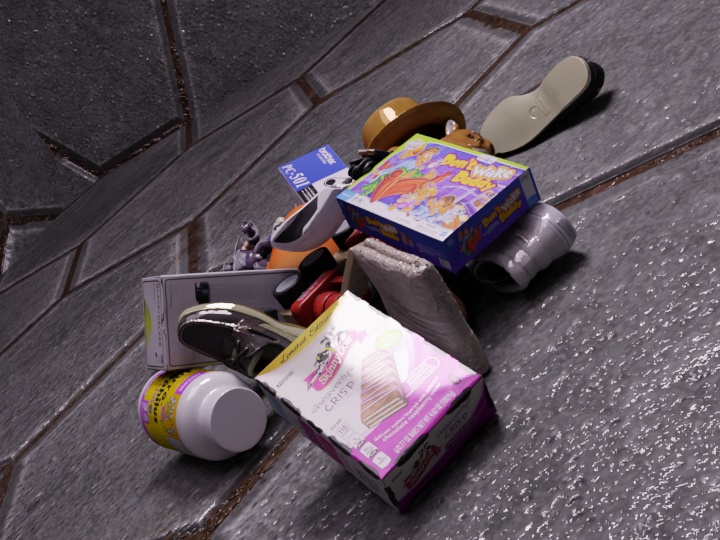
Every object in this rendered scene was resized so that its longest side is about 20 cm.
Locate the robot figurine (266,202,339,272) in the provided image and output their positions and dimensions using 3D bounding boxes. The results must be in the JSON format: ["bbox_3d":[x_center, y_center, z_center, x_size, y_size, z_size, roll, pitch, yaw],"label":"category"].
[{"bbox_3d":[-0.067,-0.020,1.567,0.142,0.118,0.201,1,26,5],"label":"robot figurine"}]

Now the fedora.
[{"bbox_3d":[0.060,-0.186,1.618,0.200,0.201,0.082,-36,62,2],"label":"fedora"}]

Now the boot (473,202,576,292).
[{"bbox_3d":[0.156,-0.030,1.257,0.096,0.074,0.200,-43,15,-9],"label":"boot"}]

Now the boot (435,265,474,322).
[{"bbox_3d":[0.097,0.016,1.270,0.075,0.074,0.200,-27,16,-2],"label":"boot"}]

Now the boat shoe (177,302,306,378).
[{"bbox_3d":[-0.123,0.094,1.325,0.066,0.198,0.072,-82,7,-55],"label":"boat shoe"}]

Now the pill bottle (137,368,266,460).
[{"bbox_3d":[-0.188,0.172,1.350,0.104,0.105,0.199,-46,21,-25],"label":"pill bottle"}]

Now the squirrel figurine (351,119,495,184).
[{"bbox_3d":[0.085,-0.129,1.524,0.199,0.142,0.187,-13,24,45],"label":"squirrel figurine"}]

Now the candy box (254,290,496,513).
[{"bbox_3d":[0.011,0.118,1.068,0.136,0.061,0.199,-43,44,-18],"label":"candy box"}]

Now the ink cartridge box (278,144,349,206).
[{"bbox_3d":[-0.051,-0.121,1.754,0.093,0.045,0.200,-26,38,-9],"label":"ink cartridge box"}]

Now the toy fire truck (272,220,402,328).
[{"bbox_3d":[0.000,0.000,1.375,0.176,0.129,0.199,-45,21,-25],"label":"toy fire truck"}]

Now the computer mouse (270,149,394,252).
[{"bbox_3d":[-0.029,-0.077,1.384,0.200,0.044,0.109,-41,-15,25],"label":"computer mouse"}]

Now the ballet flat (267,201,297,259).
[{"bbox_3d":[-0.097,-0.072,1.814,0.200,0.073,0.073,-40,19,-9],"label":"ballet flat"}]

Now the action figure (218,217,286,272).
[{"bbox_3d":[-0.157,-0.020,1.749,0.199,0.069,0.132,-18,70,42],"label":"action figure"}]

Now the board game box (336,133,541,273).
[{"bbox_3d":[0.083,-0.080,1.248,0.134,0.045,0.199,-39,35,-19],"label":"board game box"}]

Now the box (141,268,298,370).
[{"bbox_3d":[-0.173,0.059,1.419,0.198,0.118,0.060,-5,1,-36],"label":"box"}]

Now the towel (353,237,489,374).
[{"bbox_3d":[0.059,0.036,1.182,0.034,0.133,0.200,-35,17,-11],"label":"towel"}]

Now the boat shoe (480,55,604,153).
[{"bbox_3d":[0.253,-0.225,1.562,0.201,0.074,0.063,-36,-20,36],"label":"boat shoe"}]
